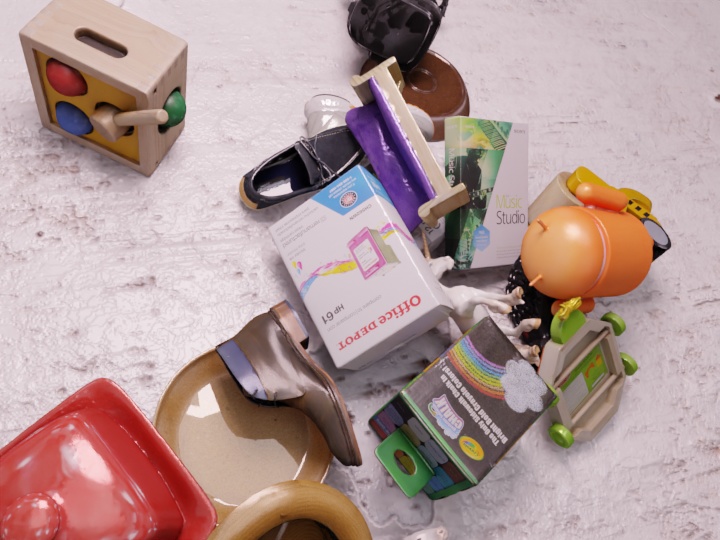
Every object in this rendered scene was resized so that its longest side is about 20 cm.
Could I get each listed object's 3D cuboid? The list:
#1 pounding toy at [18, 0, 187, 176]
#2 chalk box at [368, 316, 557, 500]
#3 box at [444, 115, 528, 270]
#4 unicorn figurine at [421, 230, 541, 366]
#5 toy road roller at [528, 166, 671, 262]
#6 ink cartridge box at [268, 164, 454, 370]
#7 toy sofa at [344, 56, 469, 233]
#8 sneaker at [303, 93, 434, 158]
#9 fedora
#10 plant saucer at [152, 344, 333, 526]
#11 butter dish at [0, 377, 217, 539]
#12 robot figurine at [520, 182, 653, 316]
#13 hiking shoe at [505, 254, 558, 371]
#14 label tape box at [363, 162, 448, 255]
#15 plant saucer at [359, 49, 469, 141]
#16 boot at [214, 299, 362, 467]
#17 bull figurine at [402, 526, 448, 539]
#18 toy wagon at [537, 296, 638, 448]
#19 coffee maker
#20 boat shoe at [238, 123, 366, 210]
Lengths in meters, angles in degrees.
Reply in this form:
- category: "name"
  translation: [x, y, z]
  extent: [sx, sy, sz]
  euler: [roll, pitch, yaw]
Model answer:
- category: "pounding toy"
  translation: [-0.294, -0.212, 0.739]
  extent: [0.198, 0.185, 0.143]
  euler: [25, 58, -3]
- category: "chalk box"
  translation: [0.099, 0.172, 0.696]
  extent: [0.199, 0.124, 0.125]
  euler: [-34, 77, -29]
- category: "box"
  translation: [0.177, -0.106, 0.844]
  extent: [0.143, 0.036, 0.203]
  euler: [-6, 96, -37]
- category: "unicorn figurine"
  translation: [0.144, 0.050, 0.762]
  extent: [0.074, 0.136, 0.202]
  euler: [-39, 115, -41]
- category: "toy road roller"
  translation: [0.362, -0.076, 0.922]
  extent: [0.199, 0.123, 0.146]
  euler: [37, 44, 1]
- category: "ink cartridge box"
  translation: [0.000, 0.000, 0.741]
  extent: [0.144, 0.085, 0.201]
  euler: [-33, 73, 12]
- category: "toy sofa"
  translation: [0.050, -0.152, 0.769]
  extent: [0.097, 0.083, 0.202]
  euler: [-28, 80, 9]
- category: "sneaker"
  translation: [0.013, -0.196, 0.905]
  extent: [0.197, 0.076, 0.093]
  euler: [3, 70, -9]
- category: "fedora"
  translation: [-0.082, 0.296, 0.578]
  extent: [0.198, 0.082, 0.204]
  euler: [2, 84, -26]
- category: "plant saucer"
  translation: [-0.126, 0.179, 0.669]
  extent: [0.197, 0.036, 0.203]
  euler: [8, 61, -15]
- category: "butter dish"
  translation: [-0.260, 0.215, 0.526]
  extent: [0.199, 0.148, 0.200]
  euler: [-40, 80, -16]
- category: "robot figurine"
  translation: [0.285, -0.024, 0.770]
  extent: [0.198, 0.144, 0.118]
  euler: [-1, 54, -34]
- category: "hiking shoe"
  translation: [0.265, 0.065, 0.840]
  extent: [0.099, 0.076, 0.203]
  euler: [2, 75, -27]
- category: "label tape box"
  translation: [0.040, -0.074, 0.843]
  extent: [0.199, 0.066, 0.144]
  euler: [-36, 78, -32]
- category: "plant saucer"
  translation: [0.096, -0.304, 1.006]
  extent: [0.197, 0.035, 0.203]
  euler: [7, 61, -13]
- category: "boot"
  translation: [-0.078, 0.137, 0.655]
  extent: [0.096, 0.075, 0.201]
  euler: [-25, 65, -16]
- category: "bull figurine"
  translation: [0.061, 0.364, 0.603]
  extent: [0.120, 0.065, 0.201]
  euler: [18, 60, 32]
- category: "toy wagon"
  translation: [0.277, 0.118, 0.764]
  extent: [0.155, 0.039, 0.202]
  euler: [-37, 116, -23]
- category: "coffee maker"
  translation: [0.068, -0.423, 0.968]
  extent: [0.189, 0.136, 0.202]
  euler: [-1, 46, -5]
- category: "boat shoe"
  translation: [-0.070, -0.141, 0.820]
  extent: [0.198, 0.062, 0.075]
  euler: [-27, 95, -16]
